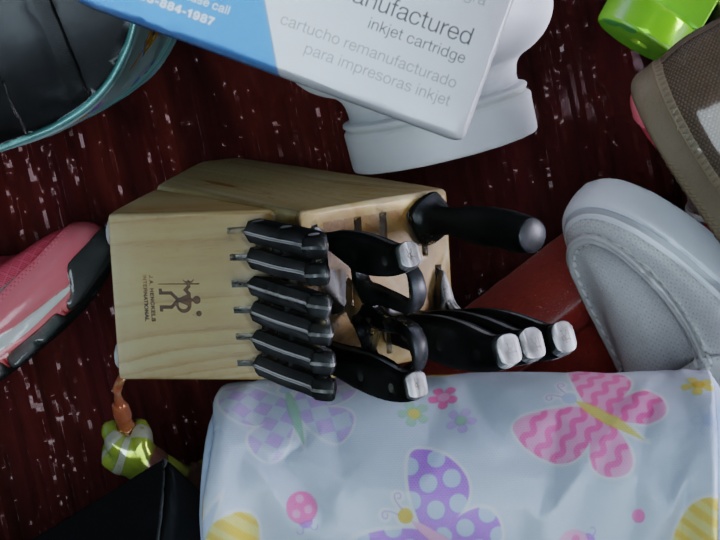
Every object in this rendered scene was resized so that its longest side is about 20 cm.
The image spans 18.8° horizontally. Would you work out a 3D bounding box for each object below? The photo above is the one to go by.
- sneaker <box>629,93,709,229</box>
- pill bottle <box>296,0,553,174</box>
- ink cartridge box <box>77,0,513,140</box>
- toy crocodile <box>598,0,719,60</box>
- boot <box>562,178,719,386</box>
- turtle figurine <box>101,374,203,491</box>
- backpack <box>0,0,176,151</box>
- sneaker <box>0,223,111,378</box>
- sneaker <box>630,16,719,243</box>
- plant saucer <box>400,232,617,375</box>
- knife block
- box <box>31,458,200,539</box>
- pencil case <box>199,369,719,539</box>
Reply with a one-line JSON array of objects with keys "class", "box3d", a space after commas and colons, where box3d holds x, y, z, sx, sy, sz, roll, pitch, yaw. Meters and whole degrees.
[{"class": "sneaker", "box3d": [0.167, 0.007, 0.891, 0.087, 0.074, 0.200, -42, 95, 11]}, {"class": "pill bottle", "box3d": [0.011, -0.144, 0.854, 0.112, 0.112, 0.202, -12, 99, 6]}, {"class": "ink cartridge box", "box3d": [-0.002, -0.165, 0.749, 0.144, 0.084, 0.201, 19, 95, -9]}, {"class": "toy crocodile", "box3d": [0.160, -0.102, 0.882, 0.199, 0.062, 0.068, 27, 86, 2]}, {"class": "boot", "box3d": [0.130, 0.066, 0.850, 0.200, 0.073, 0.096, 50, 60, -11]}, {"class": "turtle figurine", "box3d": [-0.031, 0.121, 0.919, 0.199, 0.065, 0.162, 16, 116, -27]}, {"class": "backpack", "box3d": [-0.158, -0.143, 0.845, 0.174, 0.153, 0.202, -13, 91, 6]}, {"class": "sneaker", "box3d": [-0.198, 0.022, 0.912, 0.199, 0.074, 0.087, -31, 96, 9]}, {"class": "sneaker", "box3d": [0.185, -0.010, 0.815, 0.075, 0.071, 0.200, -34, 105, 19]}, {"class": "plant saucer", "box3d": [0.082, 0.112, 0.891, 0.199, 0.037, 0.201, -36, 96, -19]}, {"class": "knife block", "box3d": [0.000, 0.000, 0.829, 0.174, 0.200, 0.065, 0, 101, 11]}, {"class": "box", "box3d": [-0.070, 0.191, 0.881, 0.141, 0.079, 0.200, -30, 120, 22]}, {"class": "pencil case", "box3d": [0.039, 0.082, 0.792, 0.198, 0.091, 0.083, -3, 143, 6]}]
